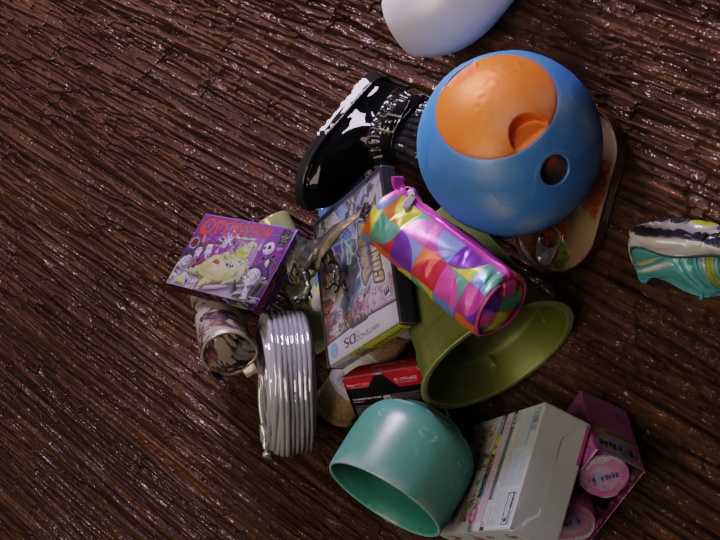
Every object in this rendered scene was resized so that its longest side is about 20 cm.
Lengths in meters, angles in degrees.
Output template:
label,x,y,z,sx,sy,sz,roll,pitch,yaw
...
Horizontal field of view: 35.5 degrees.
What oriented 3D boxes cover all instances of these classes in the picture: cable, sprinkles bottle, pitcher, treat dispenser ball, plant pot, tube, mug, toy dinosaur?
label,x,y,z,sx,sy,sz,roll,pitch,yaw
cable,-0.099,0.151,1.521,0.200,0.069,0.200,127,139,-75
sprinkles bottle,0.010,0.118,1.497,0.068,0.068,0.200,47,121,24
pitcher,0.123,-0.358,1.338,0.200,0.121,0.172,-27,59,26
treat dispenser ball,0.162,-0.137,1.224,0.201,0.201,0.201,5,98,37
plant pot,0.121,0.029,1.346,0.200,0.200,0.190,-49,54,31
tube,-0.083,0.015,1.574,0.052,0.058,0.200,-26,80,-3
mug,0.047,0.223,1.334,0.152,0.114,0.185,46,155,-25
toy dinosaur,-0.050,-0.008,1.396,0.200,0.047,0.088,-34,50,50

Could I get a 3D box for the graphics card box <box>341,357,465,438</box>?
label,x,y,z,sx,sy,sz,roll,pitch,yaw
graphics card box,0.067,0.210,1.428,0.125,0.051,0.200,-13,101,36

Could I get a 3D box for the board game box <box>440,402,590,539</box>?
label,x,y,z,sx,sy,sz,roll,pitch,yaw
board game box,0.173,0.243,1.289,0.148,0.064,0.200,-69,12,-20

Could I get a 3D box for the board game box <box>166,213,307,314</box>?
label,x,y,z,sx,sy,sz,roll,pitch,yaw
board game box,-0.173,-0.012,1.548,0.200,0.032,0.120,10,62,43

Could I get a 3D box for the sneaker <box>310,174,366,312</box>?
label,x,y,z,sx,sy,sz,roll,pitch,yaw
sneaker,-0.023,-0.044,1.512,0.105,0.076,0.200,47,114,37

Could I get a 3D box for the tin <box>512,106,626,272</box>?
label,x,y,z,sx,sy,sz,roll,pitch,yaw
tin,0.244,-0.096,1.313,0.112,0.042,0.200,25,109,37

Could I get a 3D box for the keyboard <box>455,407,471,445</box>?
label,x,y,z,sx,sy,sz,roll,pitch,yaw
keyboard,0.095,0.212,1.474,0.200,0.021,0.127,17,112,34

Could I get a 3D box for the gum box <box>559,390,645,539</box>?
label,x,y,z,sx,sy,sz,roll,pitch,yaw
gum box,0.238,0.255,1.300,0.066,0.114,0.200,24,116,-11

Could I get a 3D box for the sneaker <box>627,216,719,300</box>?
label,x,y,z,sx,sy,sz,roll,pitch,yaw
sneaker,0.383,-0.008,1.207,0.200,0.077,0.080,11,121,41

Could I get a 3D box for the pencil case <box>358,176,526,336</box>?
label,x,y,z,sx,sy,sz,roll,pitch,yaw
pencil case,0.087,-0.015,1.217,0.200,0.088,0.088,42,118,30

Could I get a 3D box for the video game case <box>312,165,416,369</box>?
label,x,y,z,sx,sy,sz,roll,pitch,yaw
video game case,0.000,0.000,1.373,0.181,0.025,0.200,-37,55,53

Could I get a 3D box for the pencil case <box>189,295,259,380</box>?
label,x,y,z,sx,sy,sz,roll,pitch,yaw
pencil case,-0.195,0.069,1.588,0.078,0.090,0.200,-27,33,2

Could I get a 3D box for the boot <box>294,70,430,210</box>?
label,x,y,z,sx,sy,sz,roll,pitch,yaw
boot,0.025,-0.142,1.415,0.158,0.079,0.211,33,90,31
